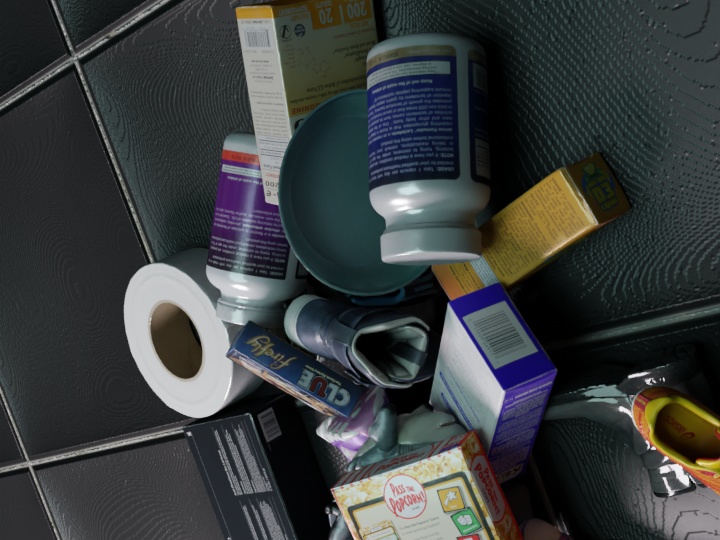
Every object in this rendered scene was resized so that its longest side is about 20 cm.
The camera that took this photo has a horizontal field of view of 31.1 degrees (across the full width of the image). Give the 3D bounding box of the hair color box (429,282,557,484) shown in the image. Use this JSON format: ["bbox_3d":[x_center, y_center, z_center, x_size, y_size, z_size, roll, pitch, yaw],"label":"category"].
[{"bbox_3d":[0.124,0.118,1.262,0.110,0.064,0.201,59,158,31],"label":"hair color box"}]

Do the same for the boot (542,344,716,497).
[{"bbox_3d":[0.255,0.155,1.217,0.199,0.070,0.133,-18,99,50],"label":"boot"}]

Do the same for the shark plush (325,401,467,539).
[{"bbox_3d":[0.022,0.212,1.290,0.200,0.091,0.083,-46,64,7],"label":"shark plush"}]

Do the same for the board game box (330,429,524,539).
[{"bbox_3d":[0.080,0.271,1.241,0.150,0.046,0.202,-21,96,27],"label":"board game box"}]

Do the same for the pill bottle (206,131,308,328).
[{"bbox_3d":[-0.105,-0.044,1.401,0.112,0.112,0.202,13,95,39],"label":"pill bottle"}]

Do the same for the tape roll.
[{"bbox_3d":[-0.204,0.076,1.609,0.201,0.070,0.205,18,118,38],"label":"tape roll"}]

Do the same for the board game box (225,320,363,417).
[{"bbox_3d":[-0.075,0.106,1.371,0.135,0.035,0.200,31,171,-3],"label":"board game box"}]

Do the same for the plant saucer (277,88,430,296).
[{"bbox_3d":[0.002,-0.077,1.276,0.036,0.198,0.202,7,113,61],"label":"plant saucer"}]

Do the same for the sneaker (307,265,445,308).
[{"bbox_3d":[0.000,0.000,1.378,0.199,0.082,0.074,1,108,43],"label":"sneaker"}]

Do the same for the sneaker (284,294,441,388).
[{"bbox_3d":[0.041,0.081,1.283,0.146,0.201,0.078,11,87,52],"label":"sneaker"}]

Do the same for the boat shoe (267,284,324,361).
[{"bbox_3d":[-0.095,0.020,1.487,0.070,0.063,0.202,-17,95,46],"label":"boat shoe"}]

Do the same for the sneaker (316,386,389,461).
[{"bbox_3d":[0.012,0.178,1.411,0.089,0.080,0.200,48,170,1],"label":"sneaker"}]

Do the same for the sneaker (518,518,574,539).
[{"bbox_3d":[0.251,0.305,1.283,0.200,0.073,0.115,44,128,7],"label":"sneaker"}]

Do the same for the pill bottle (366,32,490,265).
[{"bbox_3d":[0.064,-0.110,1.209,0.115,0.115,0.202,-9,79,44],"label":"pill bottle"}]

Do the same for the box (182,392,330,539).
[{"bbox_3d":[-0.120,0.264,1.602,0.140,0.079,0.202,-16,96,42],"label":"box"}]

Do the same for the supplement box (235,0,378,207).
[{"bbox_3d":[-0.042,-0.176,1.307,0.073,0.125,0.202,13,116,52],"label":"supplement box"}]

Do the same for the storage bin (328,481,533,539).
[{"bbox_3d":[0.090,0.289,1.376,0.199,0.134,0.147,1,107,44],"label":"storage bin"}]

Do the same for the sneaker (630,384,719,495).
[{"bbox_3d":[0.320,0.168,1.111,0.199,0.077,0.074,27,96,-3],"label":"sneaker"}]

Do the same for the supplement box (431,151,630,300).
[{"bbox_3d":[0.158,-0.032,1.229,0.069,0.066,0.200,57,135,9],"label":"supplement box"}]
